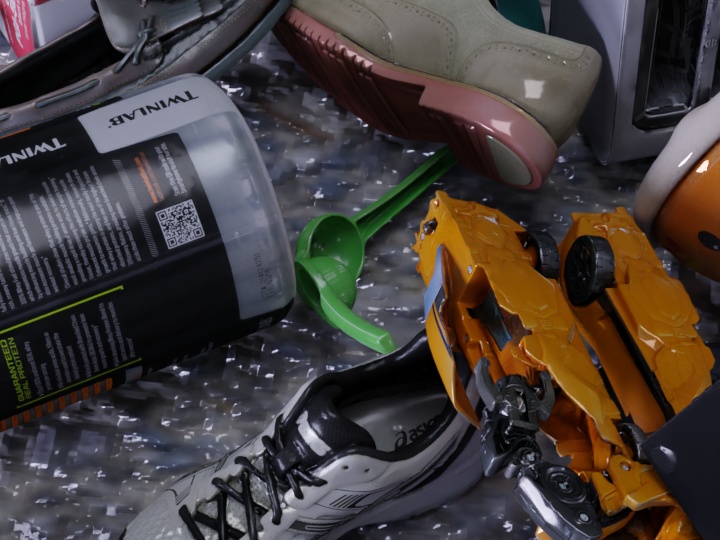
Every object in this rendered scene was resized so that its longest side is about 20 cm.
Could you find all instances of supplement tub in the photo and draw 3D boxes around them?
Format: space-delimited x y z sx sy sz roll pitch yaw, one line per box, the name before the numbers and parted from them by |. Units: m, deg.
supplement tub | -0.139 -0.001 0.916 0.199 0.123 0.123 -21 57 -14

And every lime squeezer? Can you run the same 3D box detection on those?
lime squeezer | 0.000 0.000 0.945 0.070 0.038 0.200 -4 25 13

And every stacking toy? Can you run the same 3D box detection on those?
stacking toy | 0.227 0.002 0.895 0.146 0.146 0.200 -30 70 -19

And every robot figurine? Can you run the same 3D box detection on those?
robot figurine | 0.096 0.050 0.830 0.144 0.058 0.201 4 42 -24

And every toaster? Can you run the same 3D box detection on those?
toaster | 0.190 -0.154 0.973 0.180 0.201 0.119 -10 51 -7

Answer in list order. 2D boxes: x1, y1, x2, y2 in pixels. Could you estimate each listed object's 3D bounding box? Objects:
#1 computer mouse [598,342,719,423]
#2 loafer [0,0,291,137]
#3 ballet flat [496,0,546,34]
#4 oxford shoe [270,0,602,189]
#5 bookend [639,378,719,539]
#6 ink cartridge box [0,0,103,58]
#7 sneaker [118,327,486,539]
computer mouse | 0.196 0.051 0.930 0.199 0.034 0.059 -9 55 -6
loafer | -0.123 -0.099 0.985 0.200 0.063 0.072 -37 31 -5
ballet flat | 0.047 -0.173 1.067 0.074 0.074 0.201 -8 72 -5
oxford shoe | 0.031 -0.106 1.001 0.200 0.071 0.074 30 76 34
bookend | 0.245 0.087 0.751 0.199 0.092 0.199 -27 76 -31
ink cartridge box | -0.145 -0.205 1.082 0.146 0.083 0.200 -26 59 -16
sneaker | -0.031 0.085 0.876 0.199 0.088 0.076 -32 62 -18
